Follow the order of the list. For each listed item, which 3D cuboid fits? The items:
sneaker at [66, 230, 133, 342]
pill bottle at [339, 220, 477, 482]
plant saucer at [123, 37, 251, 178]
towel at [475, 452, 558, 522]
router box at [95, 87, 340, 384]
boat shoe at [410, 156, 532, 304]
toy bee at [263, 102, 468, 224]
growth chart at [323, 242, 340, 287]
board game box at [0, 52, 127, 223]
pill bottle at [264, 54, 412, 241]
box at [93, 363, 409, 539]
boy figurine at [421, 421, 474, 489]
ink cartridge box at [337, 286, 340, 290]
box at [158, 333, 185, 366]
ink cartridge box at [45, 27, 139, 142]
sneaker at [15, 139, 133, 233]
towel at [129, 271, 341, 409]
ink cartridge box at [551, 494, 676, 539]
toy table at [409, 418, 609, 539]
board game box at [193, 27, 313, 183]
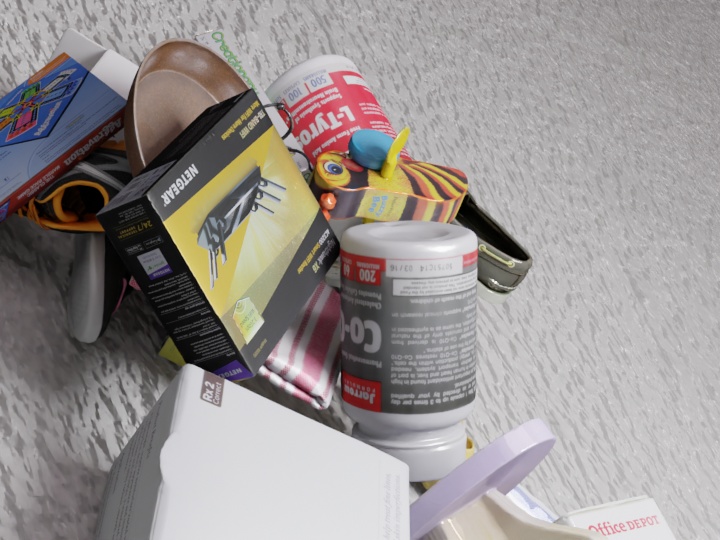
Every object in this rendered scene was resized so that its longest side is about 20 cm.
[{"bbox_3d":[-0.193,-0.002,1.223,0.099,0.071,0.200,19,31,-19],"label":"sneaker"},{"bbox_3d":[0.040,0.066,1.189,0.113,0.201,0.114,0,11,0],"label":"pill bottle"},{"bbox_3d":[-0.129,-0.090,1.176,0.200,0.034,0.201,37,43,-44],"label":"plant saucer"},{"bbox_3d":[0.120,0.248,1.258,0.147,0.024,0.200,41,32,7],"label":"towel"},{"bbox_3d":[-0.101,-0.028,1.101,0.158,0.052,0.200,61,31,-18],"label":"router box"},{"bbox_3d":[0.094,-0.058,1.465,0.202,0.060,0.072,48,32,13],"label":"boat shoe"},{"bbox_3d":[-0.005,-0.068,1.277,0.199,0.131,0.109,0,38,7],"label":"toy bee"},{"bbox_3d":[0.000,0.000,1.332,0.144,0.018,0.200,12,-10,13],"label":"growth chart"},{"bbox_3d":[-0.286,-0.091,1.152,0.200,0.019,0.103,-41,54,-17],"label":"board game box"},{"bbox_3d":[-0.011,-0.103,1.403,0.112,0.112,0.200,-5,58,-48],"label":"pill bottle"},{"bbox_3d":[-0.079,0.206,1.011,0.199,0.131,0.199,27,33,-17],"label":"box"},{"bbox_3d":[0.049,0.116,1.323,0.124,0.064,0.200,21,32,-29],"label":"boy figurine"},{"bbox_3d":[0.034,-0.041,1.505,0.200,0.068,0.117,-8,54,-49],"label":"ink cartridge box"},{"bbox_3d":[-0.125,0.003,1.285,0.050,0.075,0.200,29,33,-13],"label":"box"},{"bbox_3d":[-0.213,-0.117,1.312,0.200,0.116,0.067,31,33,-10],"label":"ink cartridge box"},{"bbox_3d":[-0.255,-0.069,1.178,0.199,0.078,0.077,2,38,21],"label":"sneaker"},{"bbox_3d":[-0.091,0.019,1.199,0.200,0.030,0.147,35,31,-11],"label":"towel"},{"bbox_3d":[0.231,0.302,1.211,0.145,0.087,0.201,1,56,-49],"label":"ink cartridge box"},{"bbox_3d":[0.097,0.220,1.100,0.183,0.200,0.117,-13,61,-48],"label":"toy table"},{"bbox_3d":[-0.110,-0.126,1.418,0.035,0.126,0.200,-21,60,-21],"label":"board game box"}]
